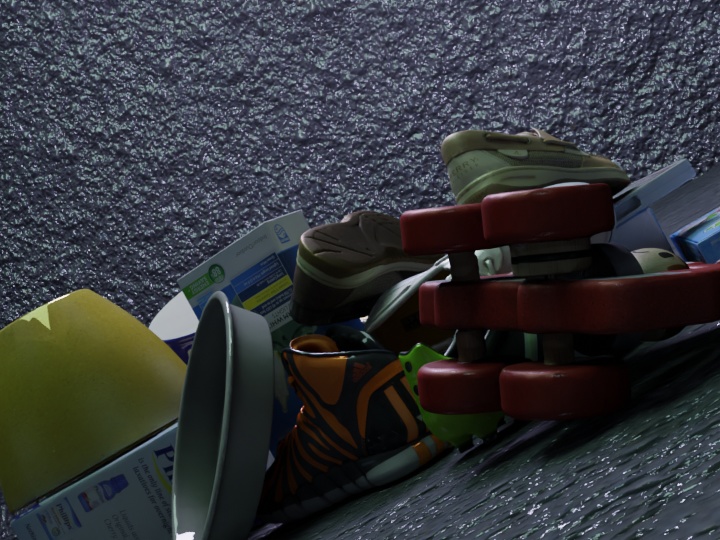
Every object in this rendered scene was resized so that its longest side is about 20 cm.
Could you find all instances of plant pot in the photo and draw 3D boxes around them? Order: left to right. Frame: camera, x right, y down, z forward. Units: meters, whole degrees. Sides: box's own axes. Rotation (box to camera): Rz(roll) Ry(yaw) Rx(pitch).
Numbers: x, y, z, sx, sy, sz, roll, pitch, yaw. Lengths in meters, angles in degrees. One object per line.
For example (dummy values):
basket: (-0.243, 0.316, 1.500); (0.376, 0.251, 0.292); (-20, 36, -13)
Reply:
plant pot: (-0.253, 0.103, 1.153); (0.199, 0.143, 0.200); (-30, -2, -1)

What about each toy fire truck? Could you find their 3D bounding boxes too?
toy fire truck: (0.124, 0.012, 0.702); (0.167, 0.113, 0.200); (-7, 1, -28)

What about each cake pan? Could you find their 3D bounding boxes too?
cake pan: (-0.100, 0.117, 0.936); (0.036, 0.202, 0.200); (9, -14, -15)

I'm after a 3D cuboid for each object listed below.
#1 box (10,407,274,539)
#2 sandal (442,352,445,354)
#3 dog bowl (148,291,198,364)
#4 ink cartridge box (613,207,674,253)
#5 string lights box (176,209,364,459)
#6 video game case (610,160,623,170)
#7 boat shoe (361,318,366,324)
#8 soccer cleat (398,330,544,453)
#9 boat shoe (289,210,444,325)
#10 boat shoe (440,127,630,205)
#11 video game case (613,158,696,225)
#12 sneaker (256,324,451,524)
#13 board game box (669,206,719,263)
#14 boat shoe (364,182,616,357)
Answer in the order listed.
box: (-0.169, 0.196, 1.132); (0.199, 0.105, 0.184); (-29, -1, 7)
sandal: (0.119, 0.054, 0.928); (0.199, 0.054, 0.080); (-26, 10, -9)
dog bowl: (-0.119, 0.049, 1.356); (0.199, 0.079, 0.200); (-27, 17, 9)
ink cartridge box: (0.174, 0.020, 1.117); (0.115, 0.067, 0.200); (-30, -1, -19)
string lights box: (-0.048, 0.067, 1.021); (0.102, 0.201, 0.059); (-31, -4, 30)
video game case: (0.124, -0.012, 1.147); (0.181, 0.024, 0.200); (-30, -9, -21)
boat shoe: (0.026, 0.076, 1.350); (0.198, 0.072, 0.076); (-3, 8, 10)
soccer cleat: (0.108, 0.039, 0.829); (0.199, 0.081, 0.067); (-28, -2, -37)
boat shoe: (0.000, 0.000, 0.985); (0.200, 0.073, 0.065); (-8, -49, -62)
boat shoe: (0.133, -0.075, 0.961); (0.071, 0.065, 0.199); (-36, -20, 33)
video game case: (0.154, -0.020, 1.025); (0.199, 0.018, 0.143); (-31, 0, -13)
sneaker: (-0.027, 0.102, 0.908); (0.200, 0.113, 0.077); (-31, -3, 42)
board game box: (0.315, -0.048, 0.979); (0.151, 0.037, 0.200); (-30, -2, 9)
boat shoe: (0.083, 0.010, 0.882); (0.199, 0.071, 0.070); (-28, 9, 23)
